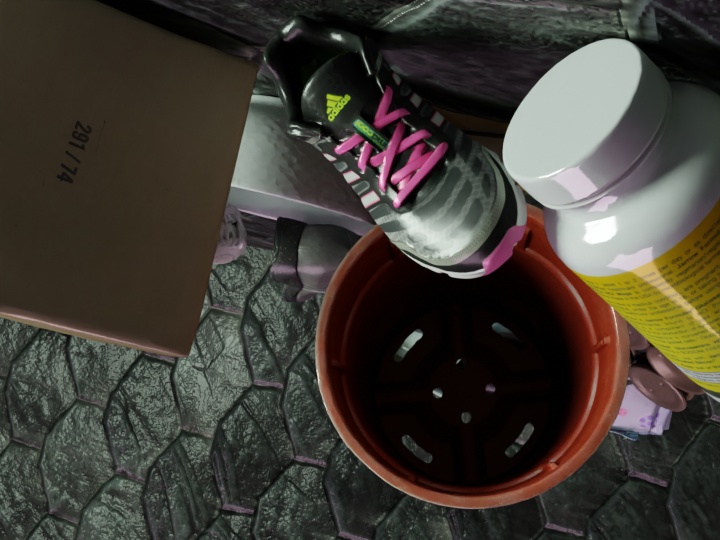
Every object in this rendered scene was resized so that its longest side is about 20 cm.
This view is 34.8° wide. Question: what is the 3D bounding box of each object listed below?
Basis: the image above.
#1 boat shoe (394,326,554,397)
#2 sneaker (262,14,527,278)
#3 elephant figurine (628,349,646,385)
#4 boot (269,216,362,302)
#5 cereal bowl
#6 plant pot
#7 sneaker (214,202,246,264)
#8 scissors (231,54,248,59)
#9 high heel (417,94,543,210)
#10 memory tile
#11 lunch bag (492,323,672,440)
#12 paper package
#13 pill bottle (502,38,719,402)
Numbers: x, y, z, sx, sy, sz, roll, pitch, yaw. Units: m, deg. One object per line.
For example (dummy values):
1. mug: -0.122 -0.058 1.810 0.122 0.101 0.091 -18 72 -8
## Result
1. boat shoe: 0.087 0.081 0.950 0.199 0.076 0.060 20 -149 26
2. sneaker: 0.008 -0.072 0.614 0.087 0.074 0.200 28 -161 -51
3. elephant figurine: 0.240 0.013 0.833 0.199 0.157 0.141 0 177 42
4. boot: 0.000 0.000 0.967 0.130 0.071 0.200 7 -179 3
5. cereal bowl: -0.064 -0.090 0.940 0.198 0.084 0.200 12 177 1
6. plant pot: 0.075 0.071 0.817 0.199 0.203 0.195 12 167 6
7. sneaker: -0.131 -0.035 0.933 0.080 0.076 0.200 1 180 -8
8. scissors: -0.164 -0.159 0.805 0.198 0.014 0.073 11 174 10
9. high heel: 0.080 -0.095 0.743 0.142 0.072 0.199 -24 136 38
10. memory tile: 0.185 0.024 0.786 0.153 0.017 0.200 38 162 14
11. lunch bag: 0.201 0.035 0.998 0.168 0.202 0.127 13 177 7
12. paper package: -0.181 -0.063 0.724 0.189 0.202 0.103 17 172 -31
13. pill bottle: 0.168 -0.022 0.592 0.200 0.113 0.112 38 165 -28
